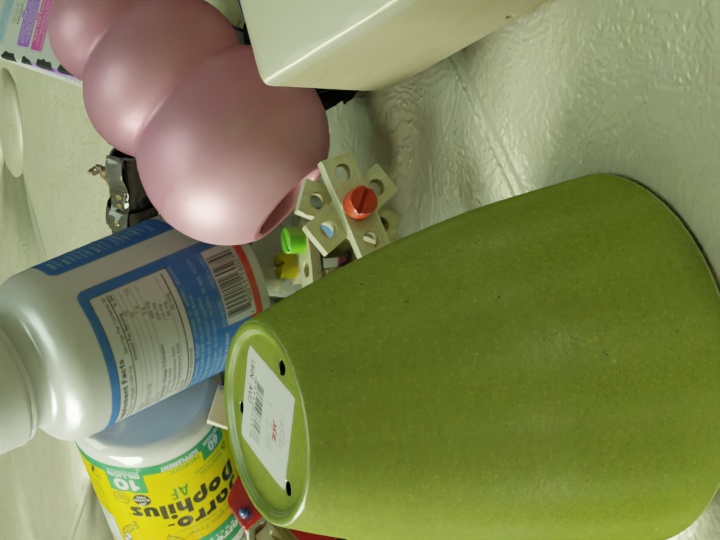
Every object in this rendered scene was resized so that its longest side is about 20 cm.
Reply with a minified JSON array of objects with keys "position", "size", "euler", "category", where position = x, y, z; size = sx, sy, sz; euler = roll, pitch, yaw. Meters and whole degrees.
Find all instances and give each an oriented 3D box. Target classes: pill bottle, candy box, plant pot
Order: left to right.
[{"position":[-0.167,0.040,0.924],"size":[0.112,0.199,0.113],"euler":[34,136,40],"category":"pill bottle"},{"position":[-0.166,-0.162,1.071],"size":[0.199,0.166,0.072],"euler":[20,94,54],"category":"candy box"},{"position":[-0.141,0.152,1.064],"size":[0.201,0.112,0.113],"euler":[82,162,-45],"category":"pill bottle"},{"position":[0.042,0.058,0.687],"size":[0.187,0.198,0.190],"euler":[26,119,58],"category":"plant pot"}]

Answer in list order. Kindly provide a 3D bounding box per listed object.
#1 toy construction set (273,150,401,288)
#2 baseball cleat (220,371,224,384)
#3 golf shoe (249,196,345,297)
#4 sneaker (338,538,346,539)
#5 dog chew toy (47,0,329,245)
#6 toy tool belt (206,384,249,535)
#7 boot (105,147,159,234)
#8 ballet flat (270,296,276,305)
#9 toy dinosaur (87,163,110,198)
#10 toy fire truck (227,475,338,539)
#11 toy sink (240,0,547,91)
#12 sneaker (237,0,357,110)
[{"position":[0.000,0.000,0.893],"size":[0.200,0.091,0.133],"euler":[122,141,-76],"category":"toy construction set"},{"position":[-0.086,0.124,1.143],"size":[0.200,0.069,0.108],"euler":[115,149,-65],"category":"baseball cleat"},{"position":[-0.083,-0.049,1.060],"size":[0.200,0.090,0.076],"euler":[-127,36,-48],"category":"golf shoe"},{"position":[0.003,0.106,0.849],"size":[0.201,0.082,0.074],"euler":[52,164,26],"category":"sneaker"},{"position":[-0.114,-0.111,0.886],"size":[0.200,0.124,0.125],"euler":[43,146,5],"category":"dog chew toy"},{"position":[-0.046,0.169,1.007],"size":[0.125,0.122,0.203],"euler":[18,114,62],"category":"toy tool belt"},{"position":[-0.153,-0.035,1.147],"size":[0.200,0.068,0.176],"euler":[-45,-37,-69],"category":"boot"},{"position":[-0.104,0.031,1.123],"size":[0.200,0.066,0.069],"euler":[40,-133,-70],"category":"ballet flat"},{"position":[-0.171,-0.052,1.266],"size":[0.200,0.085,0.136],"euler":[-50,62,37],"category":"toy dinosaur"},{"position":[-0.028,0.181,0.838],"size":[0.200,0.049,0.141],"euler":[52,-178,33],"category":"toy fire truck"},{"position":[0.002,-0.215,0.768],"size":[0.130,0.111,0.202],"euler":[-24,77,41],"category":"toy sink"},{"position":[-0.018,-0.136,0.932],"size":[0.200,0.070,0.079],"euler":[34,141,58],"category":"sneaker"}]
